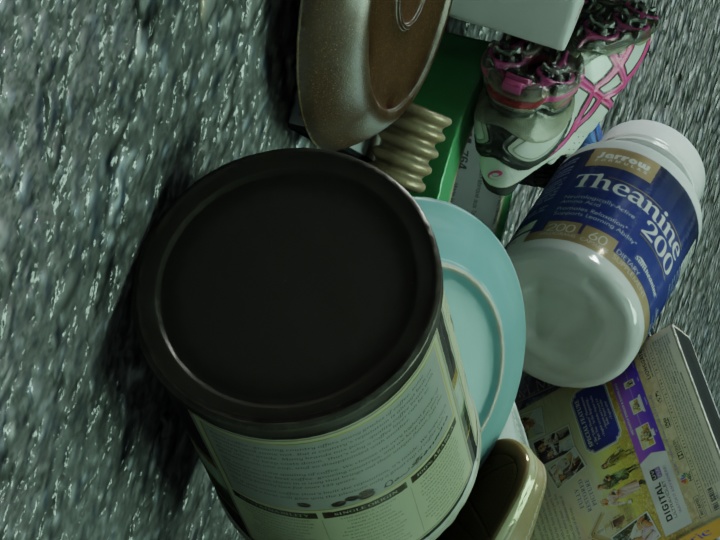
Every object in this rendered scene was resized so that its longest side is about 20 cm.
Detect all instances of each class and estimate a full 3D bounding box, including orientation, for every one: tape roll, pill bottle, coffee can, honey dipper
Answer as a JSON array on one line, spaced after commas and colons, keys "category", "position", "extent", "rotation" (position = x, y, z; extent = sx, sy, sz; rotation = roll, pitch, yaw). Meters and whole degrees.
[{"category": "tape roll", "position": [0.052, -0.048, 1.712], "extent": [0.200, 0.048, 0.201], "rotation": [13, 90, -74]}, {"category": "pill bottle", "position": [0.165, -0.018, 1.831], "extent": [0.200, 0.111, 0.111], "rotation": [-54, 153, -49]}, {"category": "coffee can", "position": [-0.021, 0.051, 1.347], "extent": [0.200, 0.146, 0.146], "rotation": [73, 34, -62]}, {"category": "honey dipper", "position": [0.000, 0.000, 1.551], "extent": [0.200, 0.038, 0.038], "rotation": [-69, 165, 5]}]

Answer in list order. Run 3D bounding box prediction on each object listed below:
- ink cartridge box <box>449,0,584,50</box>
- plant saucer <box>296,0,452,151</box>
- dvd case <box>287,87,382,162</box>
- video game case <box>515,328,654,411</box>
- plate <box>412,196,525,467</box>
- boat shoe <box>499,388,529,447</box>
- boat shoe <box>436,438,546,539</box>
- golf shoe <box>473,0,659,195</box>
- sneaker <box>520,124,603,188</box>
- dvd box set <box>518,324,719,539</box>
[{"category": "ink cartridge box", "position": [0.123, -0.255, 1.626], "extent": [0.145, 0.083, 0.200], "rotation": [-65, 173, -53]}, {"category": "plant saucer", "position": [0.017, -0.158, 1.455], "extent": [0.200, 0.032, 0.200], "rotation": [14, 90, -74]}, {"category": "dvd case", "position": [0.010, -0.164, 1.514], "extent": [0.143, 0.018, 0.200], "rotation": [21, 83, -74]}, {"category": "video game case", "position": [0.149, 0.110, 1.867], "extent": [0.019, 0.143, 0.200], "rotation": [45, 25, -52]}, {"category": "plate", "position": [0.022, 0.058, 1.530], "extent": [0.200, 0.026, 0.200], "rotation": [-12, 111, -35]}, {"category": "boat shoe", "position": [0.057, 0.066, 1.619], "extent": [0.072, 0.068, 0.200], "rotation": [-42, 117, -28]}, {"category": "boat shoe", "position": [0.067, 0.192, 1.627], "extent": [0.200, 0.065, 0.072], "rotation": [-65, -149, 15]}, {"category": "golf shoe", "position": [0.122, -0.117, 1.692], "extent": [0.200, 0.073, 0.092], "rotation": [-38, 147, -51]}, {"category": "sneaker", "position": [0.146, -0.116, 1.945], "extent": [0.200, 0.075, 0.078], "rotation": [75, 29, -63]}, {"category": "dvd box set", "position": [0.151, 0.145, 1.799], "extent": [0.029, 0.200, 0.146], "rotation": [33, 31, -49]}]
